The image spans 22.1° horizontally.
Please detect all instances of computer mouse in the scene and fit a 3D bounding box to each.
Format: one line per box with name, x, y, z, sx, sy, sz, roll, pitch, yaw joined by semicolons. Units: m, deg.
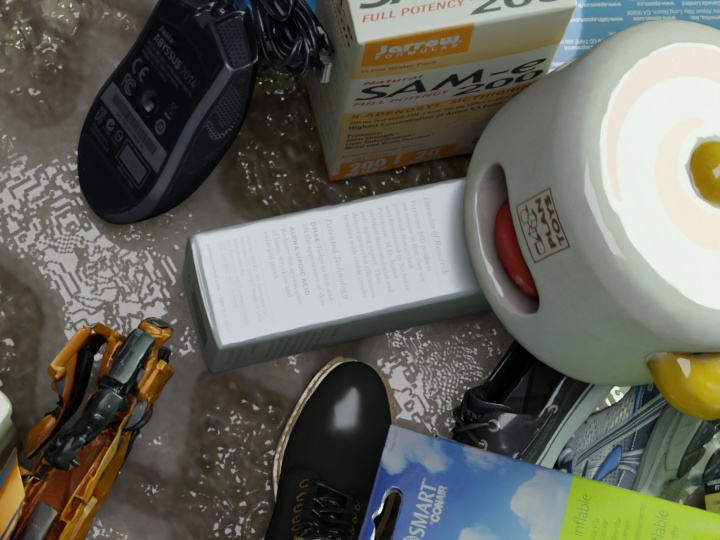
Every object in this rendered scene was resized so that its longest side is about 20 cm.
computer mouse;-0.094;-0.106;1.083;0.200;0.053;0.139;-50;59;27

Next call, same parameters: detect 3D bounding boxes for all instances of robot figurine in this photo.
robot figurine;-0.168;0.111;1.026;0.058;0.145;0.201;28;83;2

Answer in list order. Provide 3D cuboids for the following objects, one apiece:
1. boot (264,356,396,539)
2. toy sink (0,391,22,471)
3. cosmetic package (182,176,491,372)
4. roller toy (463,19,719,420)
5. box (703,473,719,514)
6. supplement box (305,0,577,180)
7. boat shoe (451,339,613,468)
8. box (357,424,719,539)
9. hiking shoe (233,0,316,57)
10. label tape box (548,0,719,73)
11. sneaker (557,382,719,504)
boot;-0.016;0.140;1.036;0.077;0.138;0.201;13;76;-4
toy sink;-0.265;0.087;0.986;0.130;0.200;0.112;32;77;2
cosmetic package;0.000;0.000;1.087;0.199;0.102;0.075;-14;82;-11
roller toy;0.160;-0.034;1.007;0.182;0.140;0.201;34;64;-15
box;0.255;0.217;1.087;0.075;0.050;0.201;3;77;-30
supplement box;0.040;-0.129;1.064;0.125;0.200;0.074;-11;73;-8
boat shoe;0.087;0.087;1.076;0.200;0.070;0.066;-49;127;-4
box;0.096;0.168;0.996;0.199;0.048;0.122;15;58;5
hiking shoe;-0.007;-0.189;1.123;0.199;0.087;0.075;-10;54;-11
label tape box;0.173;-0.090;1.144;0.143;0.063;0.202;-2;80;-7
sneaker;0.151;0.130;1.097;0.085;0.077;0.201;36;92;38
